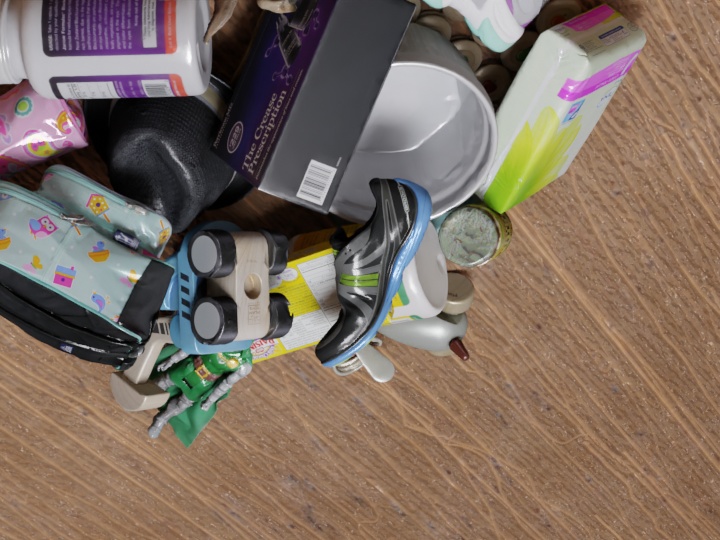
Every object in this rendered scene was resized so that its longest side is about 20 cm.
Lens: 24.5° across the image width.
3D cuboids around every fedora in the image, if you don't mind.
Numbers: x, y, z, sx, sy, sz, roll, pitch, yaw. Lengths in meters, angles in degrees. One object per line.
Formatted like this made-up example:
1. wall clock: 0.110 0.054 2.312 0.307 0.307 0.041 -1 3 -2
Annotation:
1. fedora: -0.187 -0.106 1.586 0.200 0.092 0.201 8 138 7

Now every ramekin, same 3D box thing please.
1. ramekin: 0.029 -0.151 1.632 0.200 0.105 0.200 -5 131 -5

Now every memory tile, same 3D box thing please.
1. memory tile: 0.118 -0.257 1.653 0.153 0.017 0.200 -41 132 19

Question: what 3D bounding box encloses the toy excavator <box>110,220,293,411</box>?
1. toy excavator: -0.172 0.047 1.660 0.100 0.200 0.195 -5 95 -48

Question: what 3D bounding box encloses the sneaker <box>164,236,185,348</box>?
1. sneaker: -0.166 0.041 1.787 0.074 0.082 0.200 -2 132 -16

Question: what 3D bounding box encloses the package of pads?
1. package of pads: 0.197 -0.168 1.685 0.154 0.068 0.200 -31 155 -53

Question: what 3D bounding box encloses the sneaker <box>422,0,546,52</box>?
1. sneaker: 0.119 -0.302 1.552 0.140 0.078 0.200 -43 141 19

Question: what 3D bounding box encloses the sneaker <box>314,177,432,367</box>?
1. sneaker: 0.000 0.000 1.622 0.083 0.071 0.200 22 99 -8

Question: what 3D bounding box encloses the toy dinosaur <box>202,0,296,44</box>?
1. toy dinosaur: -0.110 -0.301 1.439 0.086 0.135 0.200 -9 124 -59

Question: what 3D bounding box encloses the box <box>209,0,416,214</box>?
1. box: -0.046 -0.170 1.482 0.079 0.141 0.200 19 99 -26

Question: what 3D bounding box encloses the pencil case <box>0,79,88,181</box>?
1. pencil case: -0.357 -0.118 1.561 0.200 0.088 0.087 -23 136 4

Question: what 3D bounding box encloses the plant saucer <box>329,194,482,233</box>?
1. plant saucer: 0.063 -0.085 1.782 0.201 0.039 0.201 -11 136 -11

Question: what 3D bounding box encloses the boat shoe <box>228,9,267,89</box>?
1. boat shoe: -0.076 -0.218 1.596 0.073 0.063 0.200 33 114 -14

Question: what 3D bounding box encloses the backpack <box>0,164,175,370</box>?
1. backpack: -0.280 -0.011 1.552 0.200 0.154 0.176 20 165 -10

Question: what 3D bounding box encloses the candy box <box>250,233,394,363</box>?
1. candy box: -0.075 0.034 1.708 0.200 0.026 0.102 -17 119 24

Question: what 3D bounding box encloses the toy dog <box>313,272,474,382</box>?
1. toy dog: 0.046 0.078 1.890 0.200 0.096 0.132 -22 136 1

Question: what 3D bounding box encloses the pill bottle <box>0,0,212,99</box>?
1. pill bottle: -0.238 -0.210 1.480 0.200 0.112 0.112 -1 135 3

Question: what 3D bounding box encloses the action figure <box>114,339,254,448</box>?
1. action figure: -0.174 0.109 1.746 0.118 0.055 0.200 45 129 -8

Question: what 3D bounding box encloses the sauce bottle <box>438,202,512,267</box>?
1. sauce bottle: 0.126 -0.041 1.737 0.065 0.065 0.200 -34 178 13

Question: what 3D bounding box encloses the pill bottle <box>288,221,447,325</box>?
1. pill bottle: -0.018 0.009 1.761 0.200 0.113 0.113 -11 140 22
